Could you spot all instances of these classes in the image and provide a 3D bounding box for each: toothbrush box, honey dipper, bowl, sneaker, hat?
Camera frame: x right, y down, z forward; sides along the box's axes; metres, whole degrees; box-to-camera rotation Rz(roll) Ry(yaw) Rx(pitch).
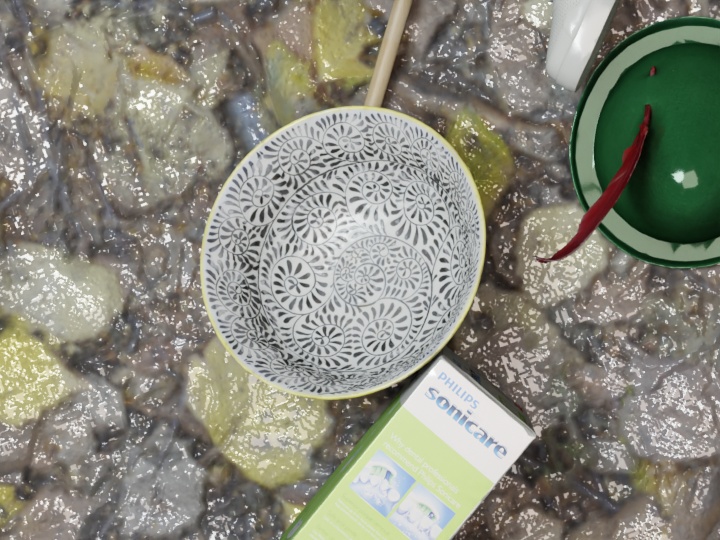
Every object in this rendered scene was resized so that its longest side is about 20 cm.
[{"bbox_3d":[0.022,0.153,1.422,0.086,0.146,0.200,38,92,1],"label":"toothbrush box"},{"bbox_3d":[0.021,-0.159,1.470,0.038,0.038,0.201,17,94,2],"label":"honey dipper"},{"bbox_3d":[0.000,0.000,1.432,0.199,0.094,0.202,-6,71,17],"label":"bowl"},{"bbox_3d":[0.135,-0.230,1.450,0.115,0.074,0.201,19,83,4],"label":"sneaker"},{"bbox_3d":[0.220,-0.075,1.391,0.165,0.176,0.201,20,92,2],"label":"hat"}]
